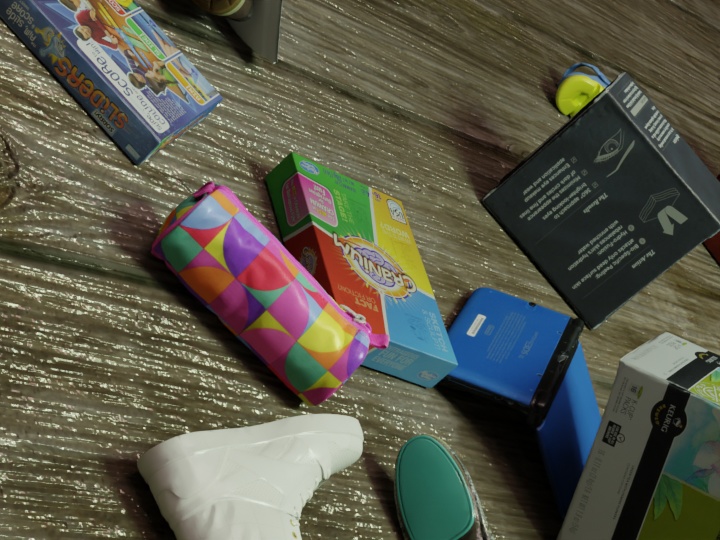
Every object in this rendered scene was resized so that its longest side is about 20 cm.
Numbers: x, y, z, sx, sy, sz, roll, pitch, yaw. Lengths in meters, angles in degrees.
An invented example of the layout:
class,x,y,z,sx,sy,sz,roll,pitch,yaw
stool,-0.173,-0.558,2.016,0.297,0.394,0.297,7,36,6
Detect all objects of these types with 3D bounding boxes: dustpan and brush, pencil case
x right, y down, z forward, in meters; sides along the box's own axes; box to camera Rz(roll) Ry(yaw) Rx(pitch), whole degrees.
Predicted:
class,x,y,z,sx,sy,sz,roll,pitch,yaw
dustpan and brush,-0.124,-0.312,1.549,0.057,0.141,0.199,-22,43,-39
pencil case,-0.075,0.017,1.228,0.200,0.088,0.089,43,29,-11

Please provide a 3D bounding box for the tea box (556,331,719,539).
class,x,y,z,sx,sy,sz,roll,pitch,yaw
tea box,0.307,0.194,1.365,0.195,0.202,0.133,24,20,24

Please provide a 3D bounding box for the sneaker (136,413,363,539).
class,x,y,z,sx,sy,sz,roll,pitch,yaw
sneaker,-0.059,0.170,1.087,0.199,0.074,0.116,-5,60,-45

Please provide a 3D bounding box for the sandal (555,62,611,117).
class,x,y,z,sx,sy,sz,roll,pitch,yaw
sandal,0.350,-0.228,2.133,0.199,0.079,0.087,35,28,-28

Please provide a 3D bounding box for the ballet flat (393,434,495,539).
class,x,y,z,sx,sy,sz,roll,pitch,yaw
ballet flat,0.080,0.229,1.227,0.072,0.072,0.202,13,45,-47

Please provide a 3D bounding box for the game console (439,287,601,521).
class,x,y,z,sx,sy,sz,roll,pitch,yaw
game console,0.157,0.125,1.494,0.169,0.119,0.200,20,26,11

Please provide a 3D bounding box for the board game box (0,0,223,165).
class,x,y,z,sx,sy,sz,roll,pitch,yaw
board game box,-0.222,-0.195,1.321,0.200,0.034,0.135,48,29,-3

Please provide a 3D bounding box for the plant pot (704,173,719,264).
class,x,y,z,sx,sy,sz,roll,pitch,yaw
plant pot,0.592,-0.079,2.189,0.201,0.176,0.199,54,29,10

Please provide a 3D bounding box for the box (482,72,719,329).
class,x,y,z,sx,sy,sz,roll,pitch,yaw
box,0.282,-0.079,1.729,0.200,0.196,0.117,49,27,0

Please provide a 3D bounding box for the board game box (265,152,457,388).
class,x,y,z,sx,sy,sz,roll,pitch,yaw
board game box,0.000,0.000,1.397,0.152,0.040,0.201,21,39,-41

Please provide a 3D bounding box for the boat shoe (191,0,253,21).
class,x,y,z,sx,sy,sz,roll,pitch,yaw
boat shoe,-0.177,-0.313,1.504,0.201,0.073,0.065,52,1,22
